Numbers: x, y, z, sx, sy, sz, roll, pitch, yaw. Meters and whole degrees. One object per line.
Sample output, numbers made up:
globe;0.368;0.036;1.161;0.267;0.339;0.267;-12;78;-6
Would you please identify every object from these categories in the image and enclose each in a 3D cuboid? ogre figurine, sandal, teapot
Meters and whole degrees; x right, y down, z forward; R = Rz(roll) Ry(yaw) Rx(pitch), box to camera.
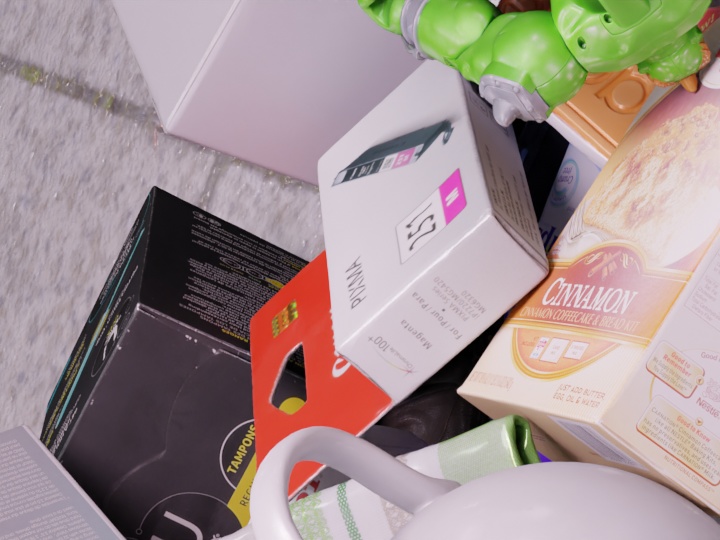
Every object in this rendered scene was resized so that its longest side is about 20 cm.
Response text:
ogre figurine;0.097;-0.133;1.151;0.199;0.098;0.120;-19;49;0
sandal;0.089;-0.112;1.256;0.079;0.059;0.207;-43;59;-13
teapot;0.058;0.167;1.037;0.199;0.146;0.198;10;103;30

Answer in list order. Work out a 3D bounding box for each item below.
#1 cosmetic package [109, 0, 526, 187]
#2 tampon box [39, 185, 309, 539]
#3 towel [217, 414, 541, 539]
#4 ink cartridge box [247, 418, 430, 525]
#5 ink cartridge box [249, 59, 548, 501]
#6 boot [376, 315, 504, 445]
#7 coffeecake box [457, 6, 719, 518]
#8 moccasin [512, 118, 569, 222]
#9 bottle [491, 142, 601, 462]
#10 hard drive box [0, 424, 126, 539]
cosmetic package;-0.013;-0.136;1.453;0.123;0.199;0.200;-57;32;23
tampon box;-0.088;0.072;1.472;0.150;0.126;0.200;-62;10;16
towel;0.014;0.159;1.164;0.200;0.031;0.150;-27;84;36
ink cartridge box;0.033;0.176;1.247;0.200;0.083;0.147;35;109;40
ink cartridge box;0.000;0.000;1.269;0.173;0.044;0.200;-41;22;15
boot;0.015;0.104;1.420;0.200;0.069;0.175;-33;41;42
coffeecake box;0.144;-0.009;1.132;0.200;0.073;0.153;-57;16;-9
moccasin;0.048;-0.033;1.376;0.200;0.068;0.080;-54;37;-3
bottle;0.108;0.018;1.297;0.083;0.065;0.201;29;98;55
hard drive box;-0.145;0.199;1.317;0.200;0.077;0.156;45;136;31
